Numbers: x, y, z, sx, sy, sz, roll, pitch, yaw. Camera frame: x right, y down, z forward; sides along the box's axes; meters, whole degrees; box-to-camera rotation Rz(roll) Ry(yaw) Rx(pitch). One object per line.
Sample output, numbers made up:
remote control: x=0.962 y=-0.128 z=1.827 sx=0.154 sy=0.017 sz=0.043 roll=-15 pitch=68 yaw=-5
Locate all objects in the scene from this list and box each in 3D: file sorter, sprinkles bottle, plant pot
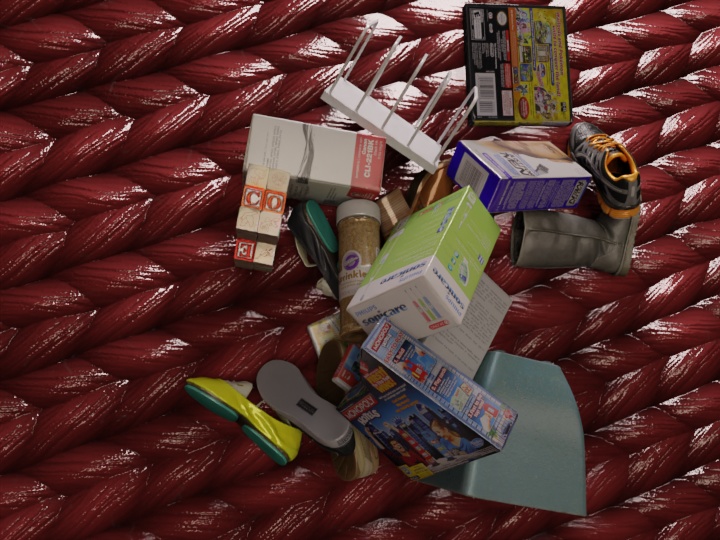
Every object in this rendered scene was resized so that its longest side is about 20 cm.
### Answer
file sorter: x=0.064 y=-0.268 z=1.060 sx=0.198 sy=0.139 sz=0.126 roll=32 pitch=113 yaw=-5
sprinkles bottle: x=0.000 y=0.000 z=1.020 sx=0.067 sy=0.068 sz=0.204 roll=1 pitch=67 yaw=-9
plant pot: x=0.207 y=0.228 z=1.030 sx=0.192 sy=0.196 sz=0.204 roll=15 pitch=77 yaw=-16

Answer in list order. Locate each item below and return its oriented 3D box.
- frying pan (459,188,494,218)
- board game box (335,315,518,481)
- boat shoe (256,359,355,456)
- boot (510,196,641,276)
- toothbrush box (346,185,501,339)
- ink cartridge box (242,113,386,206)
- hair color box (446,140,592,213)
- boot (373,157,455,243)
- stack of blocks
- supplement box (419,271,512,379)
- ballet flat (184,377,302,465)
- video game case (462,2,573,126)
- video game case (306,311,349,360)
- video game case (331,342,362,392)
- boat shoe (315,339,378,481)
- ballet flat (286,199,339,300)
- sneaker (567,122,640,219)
frying pan: x=0.201 y=-0.099 z=1.131 sx=0.190 sy=0.031 sz=0.117 roll=-42 pitch=125 yaw=-34
board game box: x=0.061 y=0.162 z=0.895 sx=0.200 sy=0.200 sz=0.062 roll=45 pitch=51 yaw=-5
boat shoe: x=-0.081 y=0.202 z=1.021 sx=0.068 sy=0.199 sz=0.057 roll=-41 pitch=137 yaw=-19
boot: x=0.350 y=-0.082 z=1.153 sx=0.196 sy=0.073 sz=0.186 roll=10 pitch=82 yaw=-1
toothbrush box: x=0.089 y=-0.004 z=0.954 sx=0.086 sy=0.144 sz=0.201 roll=49 pitch=44 yaw=-17
ink cartridge box: x=-0.073 y=-0.156 z=1.047 sx=0.196 sy=0.144 sz=0.086 roll=8 pitch=83 yaw=-9
hair color box: x=0.243 y=-0.146 z=1.076 sx=0.197 sy=0.066 sz=0.110 roll=-5 pitch=41 yaw=-34
boot: x=0.125 y=-0.082 z=1.117 sx=0.198 sy=0.074 sz=0.157 roll=-32 pitch=98 yaw=-11
stack of blocks: x=-0.142 y=-0.067 z=1.000 sx=0.057 sy=0.200 sz=0.118 roll=10 pitch=83 yaw=-8
supplement box: x=0.119 y=0.096 z=1.019 sx=0.103 sy=0.101 sz=0.202 roll=39 pitch=68 yaw=-18
ballet flat: x=-0.168 y=0.207 z=1.049 sx=0.199 sy=0.067 sz=0.067 roll=39 pitch=59 yaw=-7
video game case: x=0.262 y=-0.342 z=1.176 sx=0.177 sy=0.025 sz=0.205 roll=-2 pitch=85 yaw=-9
video game case: x=0.033 y=0.147 z=1.100 sx=0.179 sy=0.023 sz=0.204 roll=-21 pitch=90 yaw=-10
video game case: x=0.055 y=0.116 z=1.057 sx=0.142 sy=0.017 sz=0.202 roll=38 pitch=62 yaw=-19
boat shoe: x=-0.017 y=0.204 z=1.049 sx=0.064 sy=0.071 sz=0.204 roll=1 pitch=76 yaw=-43
ballet flat: x=-0.050 y=-0.011 z=1.082 sx=0.072 sy=0.073 sz=0.202 roll=-33 pitch=94 yaw=-10
sneaker: x=0.394 y=-0.177 z=1.123 sx=0.077 sy=0.078 sz=0.202 roll=-14 pitch=51 yaw=-5
